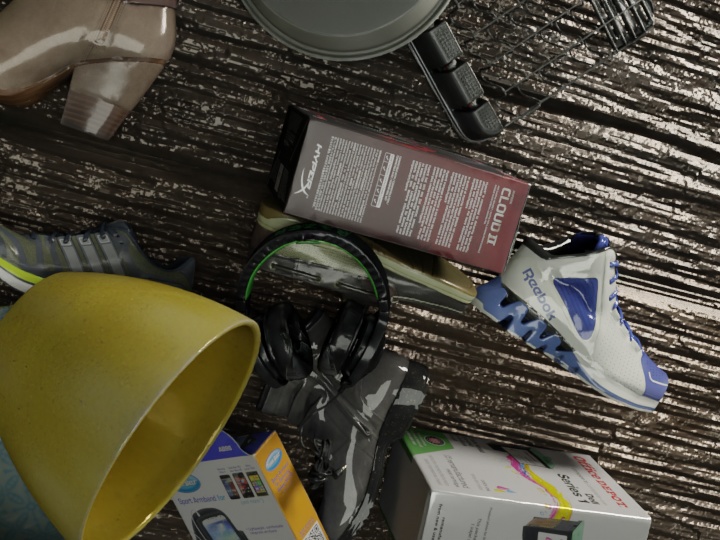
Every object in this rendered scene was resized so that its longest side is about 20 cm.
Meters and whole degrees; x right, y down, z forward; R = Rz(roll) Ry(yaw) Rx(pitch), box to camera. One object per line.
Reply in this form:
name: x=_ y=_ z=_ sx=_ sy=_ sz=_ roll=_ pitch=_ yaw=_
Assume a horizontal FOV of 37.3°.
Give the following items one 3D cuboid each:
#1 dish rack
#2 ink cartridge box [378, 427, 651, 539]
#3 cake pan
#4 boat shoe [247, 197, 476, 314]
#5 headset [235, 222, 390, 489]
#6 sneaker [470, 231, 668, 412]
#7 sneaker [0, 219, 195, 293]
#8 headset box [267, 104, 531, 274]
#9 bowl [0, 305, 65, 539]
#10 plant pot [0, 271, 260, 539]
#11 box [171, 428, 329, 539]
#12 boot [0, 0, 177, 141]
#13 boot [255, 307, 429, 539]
dish rack: x=0.141 y=-0.216 z=0.889 sx=0.199 sy=0.055 sz=0.154 roll=-33 pitch=107 yaw=-4
ink cartridge box: x=0.129 y=0.211 z=0.929 sx=0.197 sy=0.145 sz=0.085 roll=10 pitch=100 yaw=-12
cake pan: x=-0.013 y=-0.267 z=0.828 sx=0.197 sy=0.037 sz=0.204 roll=0 pitch=93 yaw=5
boat shoe: x=0.000 y=0.000 z=0.904 sx=0.199 sy=0.072 sz=0.067 roll=21 pitch=107 yaw=-13
headset: x=-0.037 y=0.066 z=0.849 sx=0.122 sy=0.094 sz=0.203 roll=-1 pitch=111 yaw=5
sneaker: x=0.204 y=0.033 z=0.939 sx=0.198 sy=0.081 sz=0.116 roll=31 pitch=97 yaw=-13
sneaker: x=-0.224 y=-0.010 z=0.863 sx=0.198 sy=0.074 sz=0.082 roll=24 pitch=90 yaw=-22
headset box: x=0.034 y=-0.065 z=0.851 sx=0.197 sy=0.149 sz=0.076 roll=15 pitch=99 yaw=-12
bowl: x=-0.280 y=0.141 z=0.847 sx=0.200 sy=0.201 sz=0.107 roll=44 pitch=134 yaw=-16
plant pot: x=-0.186 y=0.081 z=0.773 sx=0.141 sy=0.200 sz=0.201 roll=34 pitch=95 yaw=12
box: x=-0.093 y=0.216 z=0.913 sx=0.118 sy=0.041 sz=0.202 roll=-13 pitch=107 yaw=35
boot: x=-0.242 y=-0.195 z=0.821 sx=0.198 sy=0.070 sz=0.148 roll=19 pitch=92 yaw=-15
boot: x=-0.036 y=0.143 z=0.935 sx=0.130 sy=0.070 sz=0.202 roll=25 pitch=90 yaw=-8
